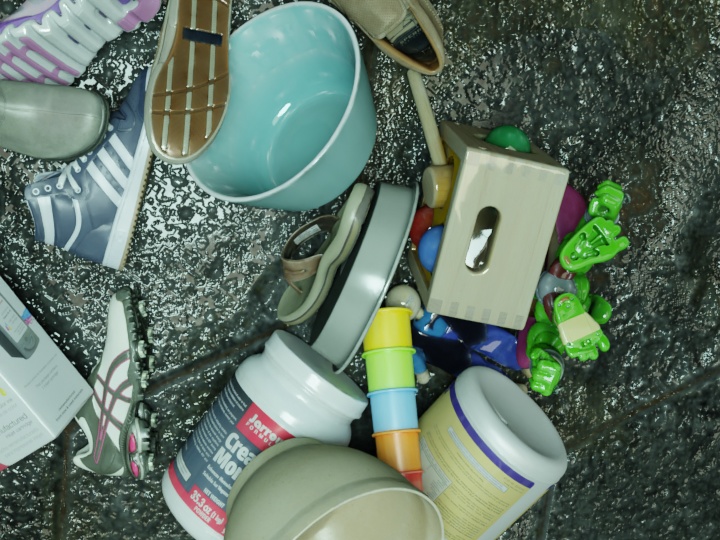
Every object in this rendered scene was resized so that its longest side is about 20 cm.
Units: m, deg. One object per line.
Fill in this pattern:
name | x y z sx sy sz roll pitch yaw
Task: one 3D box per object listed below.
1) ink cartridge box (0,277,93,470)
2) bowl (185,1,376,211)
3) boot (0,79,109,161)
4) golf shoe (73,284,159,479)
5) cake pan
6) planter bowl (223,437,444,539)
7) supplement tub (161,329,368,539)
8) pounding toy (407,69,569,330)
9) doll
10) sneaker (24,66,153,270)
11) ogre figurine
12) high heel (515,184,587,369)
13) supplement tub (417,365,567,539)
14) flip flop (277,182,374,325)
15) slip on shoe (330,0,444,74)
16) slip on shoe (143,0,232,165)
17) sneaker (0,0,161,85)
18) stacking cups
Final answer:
ink cartridge box | -0.378 0.090 0.774 0.146 0.086 0.201 -29 107 21
bowl | -0.063 -0.138 0.780 0.202 0.200 0.105 -51 144 2
boot | -0.332 -0.140 0.706 0.196 0.130 0.069 6 91 13
golf shoe | -0.254 0.117 0.834 0.086 0.077 0.205 1 100 -4
cake pan | 0.000 0.000 0.799 0.036 0.200 0.203 23 95 -6
planter bowl | -0.042 0.237 0.728 0.197 0.134 0.204 -16 123 -27
supplement tub | -0.097 0.179 0.841 0.139 0.140 0.201 36 92 -15
pounding toy | 0.104 -0.080 0.821 0.139 0.185 0.204 10 108 -8
doll | 0.111 0.072 0.910 0.198 0.048 0.138 30 90 -18
sneaker | -0.258 -0.108 0.792 0.106 0.070 0.204 14 100 -15
ogre figurine | 0.205 0.020 0.806 0.096 0.120 0.205 2 83 2
high heel | 0.195 0.001 0.893 0.096 0.067 0.202 35 68 -24
supplement tub | 0.105 0.219 0.869 0.144 0.146 0.201 35 111 -15
flip flop | -0.046 -0.019 0.807 0.057 0.201 0.082 22 52 -11
slip on shoe | 0.019 -0.250 0.766 0.075 0.061 0.199 -29 148 20
slip on shoe | -0.161 -0.190 0.764 0.075 0.060 0.204 8 75 -22
sneaker | -0.276 -0.243 0.764 0.198 0.090 0.080 -28 150 13
stacking cups | 0.034 0.143 0.821 0.059 0.061 0.204 -3 78 -11
